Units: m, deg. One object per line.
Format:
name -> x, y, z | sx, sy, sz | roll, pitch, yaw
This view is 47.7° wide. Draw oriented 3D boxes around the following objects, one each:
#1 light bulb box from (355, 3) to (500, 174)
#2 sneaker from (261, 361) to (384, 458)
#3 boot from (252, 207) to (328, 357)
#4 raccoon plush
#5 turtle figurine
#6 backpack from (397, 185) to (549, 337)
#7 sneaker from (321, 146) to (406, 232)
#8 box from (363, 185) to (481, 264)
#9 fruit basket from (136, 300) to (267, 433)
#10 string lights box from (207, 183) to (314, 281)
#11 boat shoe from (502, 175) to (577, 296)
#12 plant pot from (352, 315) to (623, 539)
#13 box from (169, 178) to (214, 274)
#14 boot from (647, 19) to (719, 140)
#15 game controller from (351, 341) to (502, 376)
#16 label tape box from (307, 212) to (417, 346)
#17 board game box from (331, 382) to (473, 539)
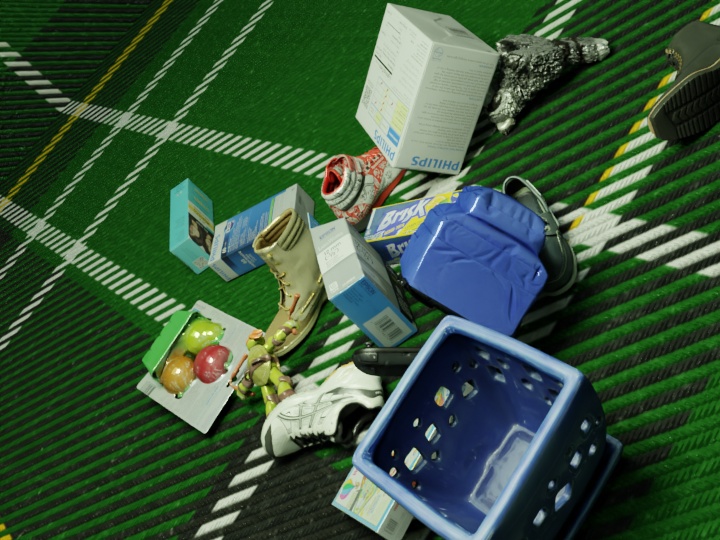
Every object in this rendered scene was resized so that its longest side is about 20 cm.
light bulb box -> 0.099, -0.289, 1.299 | 0.199, 0.123, 0.202 | -119, 40, -51
sneaker -> -0.053, 0.207, 1.109 | 0.199, 0.076, 0.088 | -38, 42, 15
boot -> -0.121, 0.020, 1.272 | 0.201, 0.155, 0.073 | -54, 39, -9
raccoon plush -> 0.279, -0.283, 1.261 | 0.197, 0.135, 0.097 | 4, 36, 7
turtle figurine -> -0.131, 0.143, 1.199 | 0.200, 0.064, 0.162 | -49, 52, 22
backpack -> 0.146, -0.015, 1.025 | 0.169, 0.162, 0.200 | -55, 5, 3
sneaker -> 0.010, -0.173, 1.363 | 0.067, 0.108, 0.203 | 10, 64, 47
box -> 0.102, -0.064, 1.215 | 0.198, 0.064, 0.071 | -9, 50, 38
fruit basket -> -0.262, 0.156, 1.358 | 0.199, 0.094, 0.186 | 22, 72, 34
string lights box -> -0.181, -0.068, 1.486 | 0.198, 0.059, 0.104 | -24, 42, 26
boat shoe -> 0.230, -0.050, 1.085 | 0.072, 0.062, 0.201 | -29, 41, 20
plant pot -> 0.143, 0.195, 0.851 | 0.199, 0.180, 0.201 | 22, 72, 49
box -> -0.337, -0.091, 1.633 | 0.049, 0.082, 0.201 | -32, 40, 15
boot -> 0.431, -0.257, 1.085 | 0.199, 0.078, 0.138 | -35, 33, -7
game controller -> 0.089, 0.106, 0.989 | 0.104, 0.197, 0.043 | 152, 119, -84
label tape box -> 0.000, 0.000, 1.187 | 0.066, 0.143, 0.201 | -33, 40, 15
board game box -> 0.053, 0.220, 0.996 | 0.201, 0.034, 0.134 | -58, 20, -14
